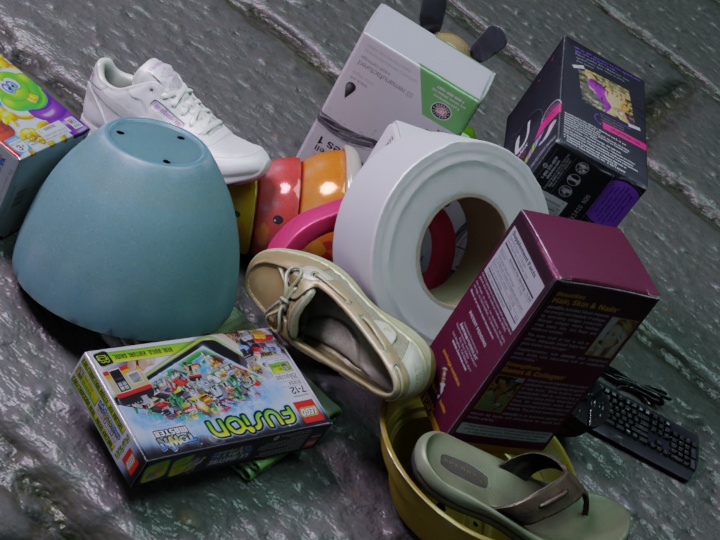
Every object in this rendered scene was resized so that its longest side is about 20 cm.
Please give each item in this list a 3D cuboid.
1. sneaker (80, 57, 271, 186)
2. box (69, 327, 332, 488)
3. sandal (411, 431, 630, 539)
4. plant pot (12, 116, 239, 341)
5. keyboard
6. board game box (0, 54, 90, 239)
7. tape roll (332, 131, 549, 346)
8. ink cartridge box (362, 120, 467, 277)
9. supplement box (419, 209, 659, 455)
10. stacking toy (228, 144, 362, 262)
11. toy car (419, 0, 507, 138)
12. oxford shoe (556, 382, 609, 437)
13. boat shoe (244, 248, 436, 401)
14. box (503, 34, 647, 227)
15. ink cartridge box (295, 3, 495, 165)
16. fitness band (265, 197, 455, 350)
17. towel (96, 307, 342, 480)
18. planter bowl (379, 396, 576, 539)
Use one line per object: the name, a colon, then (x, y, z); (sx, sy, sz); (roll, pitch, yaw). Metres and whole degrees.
sneaker: (-0.175, -0.138, 1.315); (0.198, 0.101, 0.075); (19, 26, 12)
box: (-0.126, 0.107, 1.146); (0.199, 0.035, 0.110); (-6, 52, -46)
sandal: (0.137, 0.180, 1.145); (0.199, 0.058, 0.080); (23, 34, -15)
plant pot: (-0.190, -0.051, 1.210); (0.198, 0.136, 0.201); (14, 27, -7)
keyboard: (0.275, 0.140, 1.497); (0.199, 0.021, 0.128); (29, 34, -8)
board game box: (-0.358, -0.135, 1.245); (0.199, 0.105, 0.103); (39, 33, 8)
tape roll: (0.075, -0.022, 1.277); (0.201, 0.205, 0.071); (7, 8, -33)
ink cartridge box: (0.093, -0.053, 1.476); (0.198, 0.147, 0.086); (15, 39, -24)
supplement box: (0.142, 0.056, 1.175); (0.109, 0.201, 0.086); (9, 39, -30)
stacking toy: (-0.099, -0.056, 1.375); (0.197, 0.147, 0.147); (4, 39, -7)
toy car: (0.082, -0.216, 1.626); (0.163, 0.201, 0.158); (28, 33, -6)
oxford shoe: (0.151, 0.092, 1.396); (0.200, 0.084, 0.073); (50, 51, 0)
boat shoe: (-0.028, 0.046, 1.200); (0.200, 0.074, 0.063); (37, 23, 23)
box: (0.213, -0.122, 1.417); (0.105, 0.123, 0.201); (27, 38, -11)
ink cartridge box: (0.031, -0.158, 1.514); (0.145, 0.201, 0.085); (30, 36, -2)
fitness band: (0.000, 0.000, 1.313); (0.198, 0.145, 0.037); (-19, 25, -20)
towel: (-0.121, 0.081, 1.234); (0.200, 0.031, 0.149); (42, 35, 13)
planter bowl: (0.087, 0.185, 1.225); (0.199, 0.084, 0.201); (22, 34, -16)
